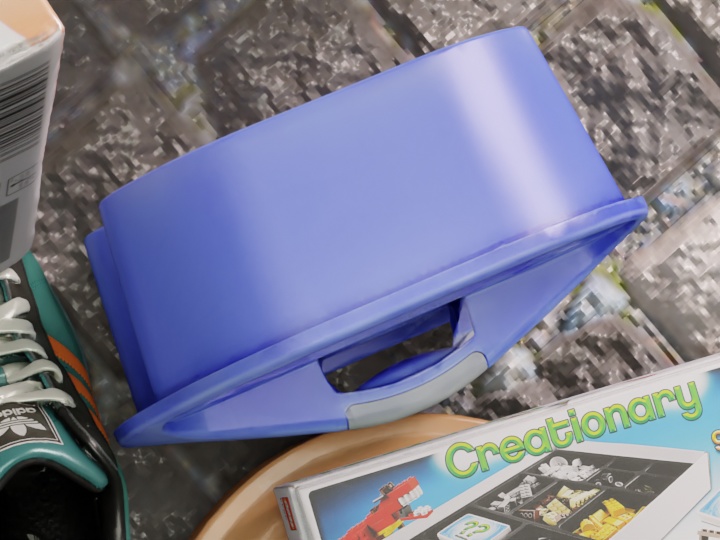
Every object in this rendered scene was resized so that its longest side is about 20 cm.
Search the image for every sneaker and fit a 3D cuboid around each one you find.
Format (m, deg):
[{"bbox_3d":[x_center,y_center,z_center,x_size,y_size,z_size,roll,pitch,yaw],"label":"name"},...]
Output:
[{"bbox_3d":[-0.116,0.054,0.981,0.071,0.080,0.200,-16,70,-15],"label":"sneaker"}]

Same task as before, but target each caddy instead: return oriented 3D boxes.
[{"bbox_3d":[0.000,0.000,0.996,0.200,0.141,0.105,-23,84,-12],"label":"caddy"}]

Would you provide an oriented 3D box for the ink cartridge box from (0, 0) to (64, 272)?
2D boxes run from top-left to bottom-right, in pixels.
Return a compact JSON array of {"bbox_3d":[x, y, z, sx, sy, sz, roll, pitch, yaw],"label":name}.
[{"bbox_3d":[-0.166,-0.108,0.944,0.050,0.162,0.200,-24,72,-19],"label":"ink cartridge box"}]

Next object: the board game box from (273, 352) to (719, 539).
[{"bbox_3d":[0.083,0.106,0.988,0.200,0.035,0.126,-15,88,-13],"label":"board game box"}]

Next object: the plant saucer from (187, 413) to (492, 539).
[{"bbox_3d":[0.024,0.149,1.005,0.200,0.032,0.201,1,84,-11],"label":"plant saucer"}]
